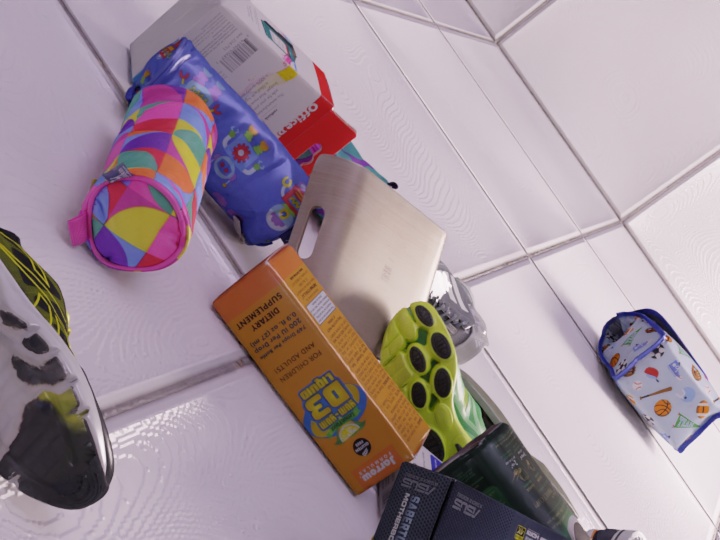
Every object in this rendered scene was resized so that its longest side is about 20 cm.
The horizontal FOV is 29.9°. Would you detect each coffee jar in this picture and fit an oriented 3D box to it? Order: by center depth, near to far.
[{"bbox_3d":[0.140,0.228,1.095,0.200,0.085,0.104,53,16,8],"label":"coffee jar"}]

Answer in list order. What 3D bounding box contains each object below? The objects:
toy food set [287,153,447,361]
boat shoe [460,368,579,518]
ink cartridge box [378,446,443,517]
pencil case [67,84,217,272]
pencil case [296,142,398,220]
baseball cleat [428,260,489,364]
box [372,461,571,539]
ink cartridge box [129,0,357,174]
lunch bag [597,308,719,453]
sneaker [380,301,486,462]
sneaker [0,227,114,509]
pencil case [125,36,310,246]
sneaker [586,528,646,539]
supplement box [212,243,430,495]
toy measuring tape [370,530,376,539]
[{"bbox_3d":[0.000,0.000,1.235,0.200,0.060,0.144,33,71,-50],"label":"toy food set"},{"bbox_3d":[0.133,0.182,1.322,0.202,0.060,0.072,52,7,-6],"label":"boat shoe"},{"bbox_3d":[0.095,0.228,1.167,0.200,0.037,0.095,39,22,-19],"label":"ink cartridge box"},{"bbox_3d":[-0.161,-0.074,1.033,0.088,0.088,0.200,47,19,-18],"label":"pencil case"},{"bbox_3d":[-0.055,-0.134,1.387,0.200,0.085,0.092,50,-8,-8],"label":"pencil case"},{"bbox_3d":[0.090,0.043,1.451,0.200,0.070,0.107,17,40,-60],"label":"baseball cleat"},{"bbox_3d":[0.072,0.240,0.945,0.051,0.159,0.200,12,-15,43],"label":"box"},{"bbox_3d":[-0.108,-0.171,1.276,0.200,0.116,0.067,41,22,-36],"label":"ink cartridge box"},{"bbox_3d":[0.454,0.156,2.062,0.170,0.124,0.200,50,5,-11],"label":"lunch bag"},{"bbox_3d":[0.070,0.126,1.241,0.084,0.074,0.201,-62,134,-81],"label":"sneaker"},{"bbox_3d":[-0.189,0.042,0.771,0.201,0.074,0.085,58,19,13],"label":"sneaker"},{"bbox_3d":[-0.123,-0.107,1.191,0.200,0.087,0.078,49,-17,-15],"label":"pencil case"},{"bbox_3d":[0.194,0.311,1.237,0.200,0.079,0.079,-37,115,-48],"label":"sneaker"},{"bbox_3d":[-0.030,0.081,1.100,0.200,0.066,0.069,52,19,-4],"label":"supplement box"},{"bbox_3d":[0.052,0.228,1.051,0.074,0.073,0.200,61,11,22],"label":"toy measuring tape"}]
